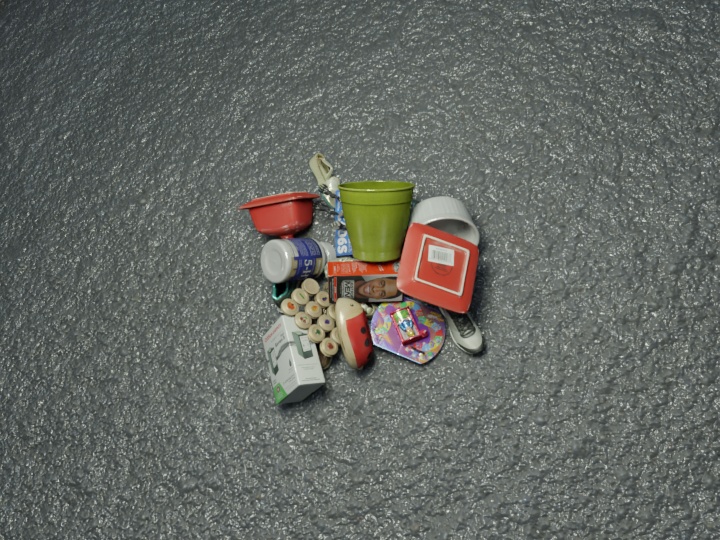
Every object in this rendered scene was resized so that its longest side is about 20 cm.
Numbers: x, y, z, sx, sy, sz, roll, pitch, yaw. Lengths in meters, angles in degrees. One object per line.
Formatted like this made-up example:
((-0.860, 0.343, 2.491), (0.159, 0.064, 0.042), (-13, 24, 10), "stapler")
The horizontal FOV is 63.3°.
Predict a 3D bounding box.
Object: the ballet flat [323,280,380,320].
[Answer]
((-0.030, 0.073, 1.633), (0.200, 0.075, 0.068), (30, 86, 24), "ballet flat")

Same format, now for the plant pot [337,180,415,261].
((0.042, -0.128, 1.531), (0.200, 0.200, 0.193), (4, 106, 17), "plant pot")

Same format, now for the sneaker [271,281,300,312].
((-0.213, 0.018, 1.697), (0.077, 0.091, 0.200), (0, 69, 15), "sneaker")

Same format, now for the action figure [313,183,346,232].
((-0.045, -0.161, 1.642), (0.200, 0.102, 0.119), (31, 107, 23), "action figure")

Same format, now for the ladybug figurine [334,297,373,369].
((-0.013, 0.165, 1.531), (0.072, 0.136, 0.200), (-11, 105, 9), "ladybug figurine")

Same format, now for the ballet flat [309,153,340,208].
((-0.101, -0.281, 1.795), (0.069, 0.069, 0.200), (-29, 65, 3), "ballet flat")

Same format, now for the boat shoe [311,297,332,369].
((-0.120, 0.171, 1.619), (0.075, 0.075, 0.203), (-10, 67, 11), "boat shoe")

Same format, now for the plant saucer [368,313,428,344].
((0.085, 0.165, 1.597), (0.200, 0.019, 0.070), (-9, 67, 11), "plant saucer")

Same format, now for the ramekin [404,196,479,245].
((0.212, -0.106, 1.574), (0.200, 0.201, 0.098), (-15, 50, 9), "ramekin")

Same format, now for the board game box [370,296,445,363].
((0.129, 0.147, 1.547), (0.200, 0.039, 0.158), (22, 69, 8), "board game box")

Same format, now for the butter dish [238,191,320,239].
((-0.227, -0.149, 1.730), (0.200, 0.199, 0.148), (-8, 96, 17), "butter dish")

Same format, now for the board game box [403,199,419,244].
((0.101, -0.159, 1.716), (0.200, 0.028, 0.135), (25, 77, 23), "board game box")

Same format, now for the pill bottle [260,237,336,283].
((-0.168, -0.032, 1.637), (0.120, 0.200, 0.120), (6, 100, 42), "pill bottle")

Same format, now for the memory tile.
((-0.110, 0.124, 1.586), (0.200, 0.017, 0.153), (45, 45, 0), "memory tile")

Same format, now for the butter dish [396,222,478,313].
((0.181, 0.008, 1.496), (0.200, 0.148, 0.200), (19, 67, -10), "butter dish")

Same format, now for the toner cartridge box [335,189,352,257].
((-0.024, -0.139, 1.709), (0.095, 0.043, 0.200), (-5, 79, 20), "toner cartridge box")

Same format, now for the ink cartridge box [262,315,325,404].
((-0.184, 0.237, 1.568), (0.146, 0.084, 0.200), (-46, 53, 44), "ink cartridge box")

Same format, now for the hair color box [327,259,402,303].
((0.013, 0.030, 1.558), (0.200, 0.102, 0.061), (-3, 41, -4), "hair color box")

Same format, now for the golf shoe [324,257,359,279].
((0.000, 0.000, 1.645), (0.200, 0.097, 0.078), (-4, 86, 6), "golf shoe")

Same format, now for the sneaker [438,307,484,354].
((0.257, 0.130, 1.530), (0.074, 0.079, 0.200), (-28, 65, 1), "sneaker")
